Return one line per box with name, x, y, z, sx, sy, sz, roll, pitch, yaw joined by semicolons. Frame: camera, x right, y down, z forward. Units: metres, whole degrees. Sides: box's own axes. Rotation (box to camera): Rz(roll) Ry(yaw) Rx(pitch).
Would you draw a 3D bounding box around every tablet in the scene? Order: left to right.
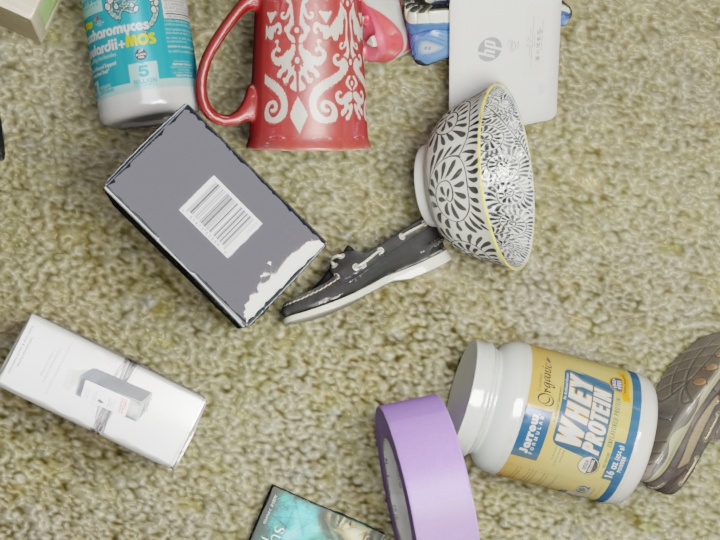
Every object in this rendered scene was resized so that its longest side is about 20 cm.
tablet;0.156;-0.243;1.691;0.130;0.014;0.201;-11;123;-15

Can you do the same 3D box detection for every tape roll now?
tape roll;0.068;0.232;1.627;0.065;0.200;0.201;-11;89;-8

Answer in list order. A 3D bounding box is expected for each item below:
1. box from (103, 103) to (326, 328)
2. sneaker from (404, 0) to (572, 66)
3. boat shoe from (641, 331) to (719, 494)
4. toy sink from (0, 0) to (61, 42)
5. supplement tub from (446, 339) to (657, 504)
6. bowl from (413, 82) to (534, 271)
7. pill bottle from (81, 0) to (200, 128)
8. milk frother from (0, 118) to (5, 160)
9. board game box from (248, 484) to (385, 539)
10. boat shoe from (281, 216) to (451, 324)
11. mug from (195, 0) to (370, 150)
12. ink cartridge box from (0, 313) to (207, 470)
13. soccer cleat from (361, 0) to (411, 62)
box;-0.150;-0.049;1.616;0.200;0.197;0.124;45;82;-3
sneaker;0.139;-0.266;1.728;0.199;0.079;0.089;-11;124;-19
boat shoe;0.365;0.158;1.739;0.073;0.074;0.200;42;78;-29
toy sink;-0.341;-0.357;1.642;0.112;0.130;0.201;23;84;-5
supplement tub;0.200;0.158;1.673;0.199;0.145;0.145;15;86;-6
bowl;0.115;-0.095;1.675;0.094;0.201;0.202;-5;88;22
pill bottle;-0.235;-0.257;1.659;0.110;0.111;0.201;-9;88;-7
milk frother;-0.459;-0.124;1.583;0.187;0.200;0.181;-11;93;-7
board game box;-0.073;0.349;1.691;0.135;0.028;0.201;23;85;-4
boat shoe;0.000;0.000;1.694;0.199;0.074;0.061;-24;90;-10
mug;-0.070;-0.226;1.636;0.177;0.133;0.201;-5;99;-43
ink cartridge box;-0.263;0.124;1.620;0.200;0.146;0.085;28;84;-5
soccer cleat;-0.001;-0.322;1.721;0.076;0.067;0.201;-16;81;-41
